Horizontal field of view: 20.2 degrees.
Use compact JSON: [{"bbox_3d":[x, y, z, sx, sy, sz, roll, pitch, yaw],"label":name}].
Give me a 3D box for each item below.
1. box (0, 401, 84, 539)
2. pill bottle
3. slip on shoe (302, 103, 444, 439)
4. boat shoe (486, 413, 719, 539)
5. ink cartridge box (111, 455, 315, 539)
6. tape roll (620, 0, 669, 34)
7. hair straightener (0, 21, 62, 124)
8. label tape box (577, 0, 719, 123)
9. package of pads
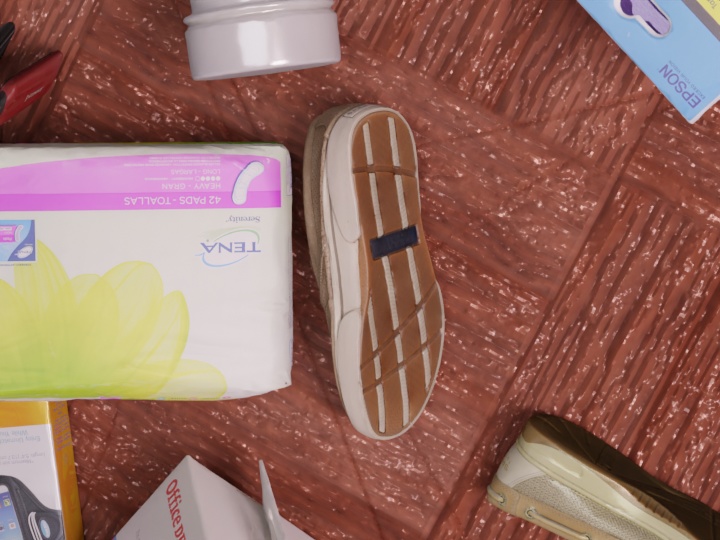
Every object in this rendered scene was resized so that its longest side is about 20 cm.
[{"bbox_3d":[-0.236,0.179,1.282,0.119,0.041,0.201,-5,97,11],"label":"box"},{"bbox_3d":[-0.068,-0.215,1.173,0.114,0.114,0.201,-6,94,11],"label":"pill bottle"},{"bbox_3d":[0.000,0.000,1.212,0.061,0.076,0.201,7,109,49],"label":"slip on shoe"},{"bbox_3d":[0.170,0.163,1.190,0.200,0.073,0.063,33,107,9],"label":"boat shoe"},{"bbox_3d":[-0.095,0.221,1.194,0.125,0.129,0.200,37,102,-24],"label":"ink cartridge box"},{"bbox_3d":[0.222,-0.201,1.146,0.200,0.066,0.201,1,96,11],"label":"tape roll"},{"bbox_3d":[-0.244,-0.103,1.173,0.077,0.200,0.041,32,121,0],"label":"hair straightener"},{"bbox_3d":[0.206,-0.198,1.085,0.200,0.066,0.143,-43,86,14],"label":"label tape box"},{"bbox_3d":[-0.139,0.002,1.201,0.199,0.068,0.155,-2,97,-11],"label":"package of pads"}]
